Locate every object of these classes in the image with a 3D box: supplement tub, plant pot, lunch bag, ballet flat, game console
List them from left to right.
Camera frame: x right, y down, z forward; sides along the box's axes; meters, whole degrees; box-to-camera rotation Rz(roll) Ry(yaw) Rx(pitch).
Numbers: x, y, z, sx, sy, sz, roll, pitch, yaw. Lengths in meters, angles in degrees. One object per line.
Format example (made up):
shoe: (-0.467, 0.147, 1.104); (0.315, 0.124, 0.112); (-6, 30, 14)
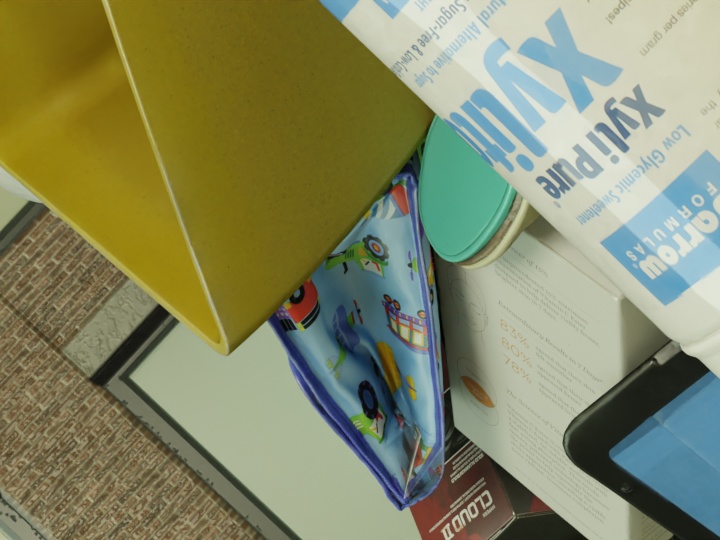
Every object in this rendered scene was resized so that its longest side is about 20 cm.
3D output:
plant pot: (-0.063, -0.125, 1.043); (0.200, 0.176, 0.201); (36, 153, 42)
lunch bag: (0.000, 0.000, 1.184); (0.151, 0.094, 0.201); (-103, -7, -52)
ballet flat: (0.071, -0.070, 1.000); (0.069, 0.069, 0.200); (41, 150, 17)
supplement tub: (0.087, -0.076, 0.782); (0.200, 0.132, 0.132); (43, 174, -2)
game console: (0.215, 0.095, 1.046); (0.200, 0.117, 0.176); (34, 177, -25)

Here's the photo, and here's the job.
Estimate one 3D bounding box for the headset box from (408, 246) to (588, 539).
headset box: (0.086, 0.068, 1.325); (0.148, 0.077, 0.201); (-3, -119, -38)

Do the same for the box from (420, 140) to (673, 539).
box: (0.109, 0.017, 1.153); (0.124, 0.097, 0.201); (39, 154, 33)

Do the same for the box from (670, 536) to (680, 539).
box: (0.169, 0.150, 1.501); (0.107, 0.149, 0.200); (5, 153, 37)

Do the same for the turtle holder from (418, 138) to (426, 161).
turtle holder: (0.002, -0.044, 1.480); (0.185, 0.141, 0.132); (41, 175, 10)

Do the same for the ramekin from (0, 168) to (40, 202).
ramekin: (-0.159, -0.121, 1.749); (0.097, 0.201, 0.201); (30, 168, 31)
